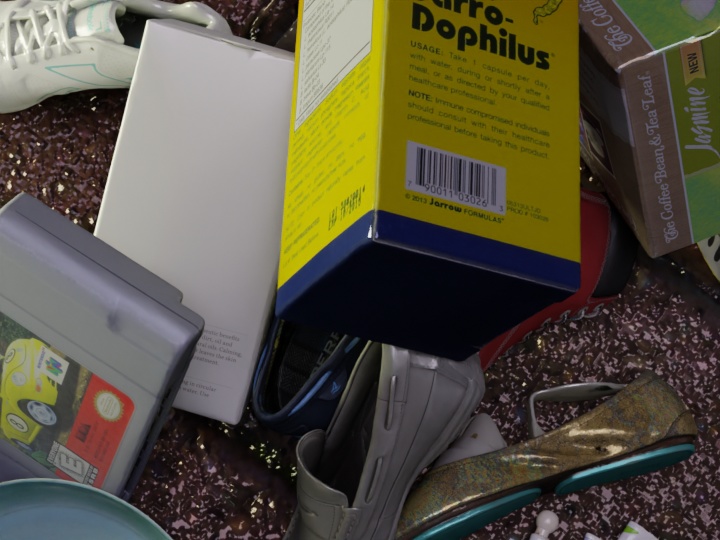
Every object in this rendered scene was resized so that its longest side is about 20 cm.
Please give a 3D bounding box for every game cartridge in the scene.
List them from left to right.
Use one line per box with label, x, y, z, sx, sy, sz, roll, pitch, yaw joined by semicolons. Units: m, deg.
game cartridge;-0.165;0.056;0.805;0.133;0.201;0.041;34;45;7

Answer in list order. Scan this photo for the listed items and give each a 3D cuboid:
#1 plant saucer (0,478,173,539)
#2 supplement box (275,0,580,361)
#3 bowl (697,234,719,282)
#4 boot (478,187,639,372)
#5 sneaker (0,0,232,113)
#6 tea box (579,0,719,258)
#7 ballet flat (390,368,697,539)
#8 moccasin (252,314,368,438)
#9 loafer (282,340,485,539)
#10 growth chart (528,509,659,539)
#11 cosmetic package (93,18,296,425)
plant saucer;-0.164;0.210;0.818;0.198;0.027;0.202;0;90;9
supplement box;0.034;-0.075;0.747;0.109;0.109;0.202;13;65;-23
bowl;0.306;-0.059;0.929;0.199;0.094;0.202;1;76;-6
boot;0.085;0.036;0.897;0.072;0.144;0.201;42;109;44
sneaker;-0.172;-0.139;0.913;0.198;0.080;0.071;-3;77;-5
tea box;0.203;-0.142;0.862;0.195;0.134;0.200;-22;39;-2
ballet flat;0.097;0.106;0.881;0.199;0.071;0.071;-17;77;-14
moccasin;0.000;0.000;0.829;0.080;0.068;0.201;19;94;25
loafer;-0.008;0.109;0.821;0.069;0.070;0.201;14;116;-30
growth chart;0.168;0.219;0.882;0.199;0.018;0.146;22;74;0
cosmetic package;-0.087;-0.030;0.850;0.107;0.085;0.201;17;98;-1
